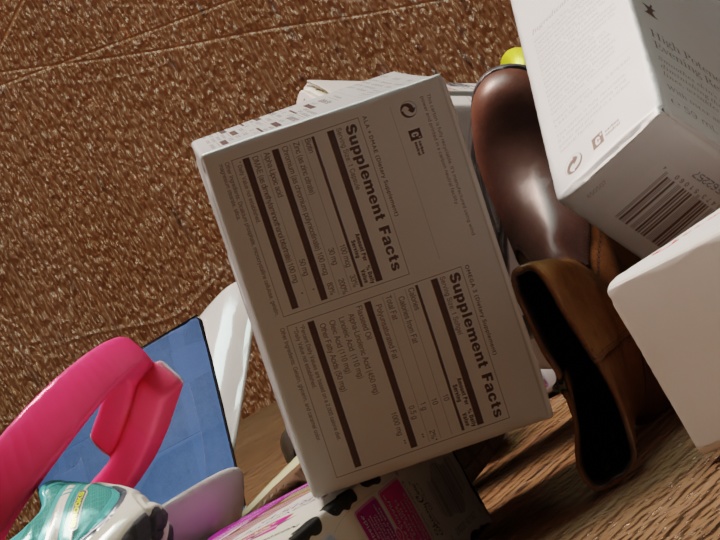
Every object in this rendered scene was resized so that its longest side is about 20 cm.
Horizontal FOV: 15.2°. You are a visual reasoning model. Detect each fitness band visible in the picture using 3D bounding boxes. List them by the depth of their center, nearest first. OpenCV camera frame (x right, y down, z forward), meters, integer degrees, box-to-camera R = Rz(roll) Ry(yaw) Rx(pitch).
[{"bbox_3d":[-0.157,0.107,1.367,0.144,0.037,0.200,-41,-13,-28],"label":"fitness band"}]

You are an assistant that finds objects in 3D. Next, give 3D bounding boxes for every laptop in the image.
[{"bbox_3d":[-0.157,0.153,1.488,0.187,0.116,0.200,-30,14,45],"label":"laptop"}]

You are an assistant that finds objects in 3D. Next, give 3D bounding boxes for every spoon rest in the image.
[{"bbox_3d":[-0.139,0.157,1.328,0.200,0.061,0.099,-38,-7,-14],"label":"spoon rest"}]

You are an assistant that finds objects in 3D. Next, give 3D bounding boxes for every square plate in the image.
[{"bbox_3d":[-0.127,0.122,1.616,0.200,0.028,0.199,-49,24,38],"label":"square plate"}]

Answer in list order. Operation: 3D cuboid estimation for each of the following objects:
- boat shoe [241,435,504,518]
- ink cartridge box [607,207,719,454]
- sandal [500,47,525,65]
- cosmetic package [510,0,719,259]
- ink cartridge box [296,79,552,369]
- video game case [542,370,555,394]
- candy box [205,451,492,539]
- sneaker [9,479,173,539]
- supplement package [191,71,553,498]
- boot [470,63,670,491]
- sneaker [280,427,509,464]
[{"bbox_3d":[-0.008,0.115,1.435,0.202,0.075,0.075,-31,-4,-34],"label":"boat shoe"},{"bbox_3d":[0.217,-0.017,1.051,0.146,0.085,0.200,-30,0,-39],"label":"ink cartridge box"},{"bbox_3d":[0.139,-0.036,1.540,0.087,0.201,0.080,-13,20,-2],"label":"sandal"},{"bbox_3d":[0.137,-0.089,1.291,0.074,0.102,0.200,-42,32,26],"label":"cosmetic package"},{"bbox_3d":[0.068,-0.023,1.447,0.199,0.148,0.083,0,11,-15],"label":"ink cartridge box"},{"bbox_3d":[0.176,0.030,1.748,0.182,0.023,0.200,-30,1,28],"label":"video game case"},{"bbox_3d":[-0.037,0.142,1.197,0.136,0.061,0.200,-29,2,22],"label":"candy box"},{"bbox_3d":[-0.162,0.178,1.232,0.079,0.078,0.200,17,54,28],"label":"sneaker"},{"bbox_3d":[0.000,0.000,1.225,0.110,0.156,0.200,-19,6,-2],"label":"supplement package"},{"bbox_3d":[0.086,-0.003,1.248,0.068,0.189,0.200,-18,3,16],"label":"boot"},{"bbox_3d":[0.012,0.096,1.600,0.129,0.080,0.199,-31,1,-2],"label":"sneaker"}]
